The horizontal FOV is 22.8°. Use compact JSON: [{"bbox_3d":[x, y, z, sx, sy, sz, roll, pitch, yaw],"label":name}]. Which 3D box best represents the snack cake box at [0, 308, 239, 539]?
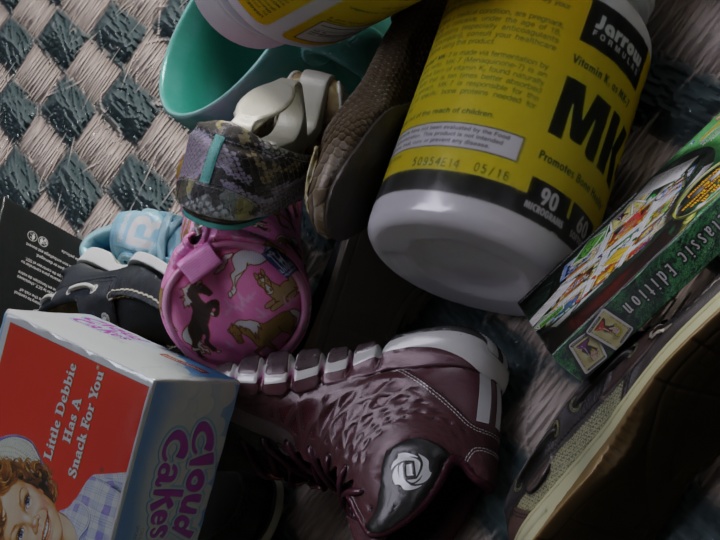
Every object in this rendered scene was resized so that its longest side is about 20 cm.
[{"bbox_3d":[-0.149,0.132,0.933,0.115,0.067,0.200,21,99,37],"label":"snack cake box"}]

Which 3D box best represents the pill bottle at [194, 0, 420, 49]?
[{"bbox_3d":[-0.011,-0.185,0.957,0.200,0.112,0.113,-17,49,56],"label":"pill bottle"}]

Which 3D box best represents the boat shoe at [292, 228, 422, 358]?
[{"bbox_3d":[0.000,0.000,1.020,0.063,0.073,0.200,25,88,57],"label":"boat shoe"}]

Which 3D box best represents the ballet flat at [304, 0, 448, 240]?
[{"bbox_3d":[0.011,-0.091,0.961,0.046,0.067,0.200,17,50,15],"label":"ballet flat"}]

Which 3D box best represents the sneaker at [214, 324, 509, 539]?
[{"bbox_3d":[-0.019,0.102,0.915,0.200,0.076,0.116,-16,56,23],"label":"sneaker"}]

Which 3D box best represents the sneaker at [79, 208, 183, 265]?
[{"bbox_3d":[-0.127,-0.008,1.203,0.200,0.082,0.074,-13,53,51],"label":"sneaker"}]

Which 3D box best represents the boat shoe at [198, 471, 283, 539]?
[{"bbox_3d":[-0.124,0.155,1.073,0.201,0.063,0.074,-19,46,46],"label":"boat shoe"}]

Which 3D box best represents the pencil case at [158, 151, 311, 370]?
[{"bbox_3d":[-0.070,-0.017,1.025,0.200,0.083,0.087,-96,23,-67],"label":"pencil case"}]

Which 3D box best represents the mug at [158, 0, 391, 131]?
[{"bbox_3d":[-0.038,-0.127,1.148,0.152,0.114,0.185,-45,33,21],"label":"mug"}]

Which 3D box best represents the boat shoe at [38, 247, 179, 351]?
[{"bbox_3d":[-0.146,0.030,1.125,0.060,0.076,0.200,-47,18,-17],"label":"boat shoe"}]

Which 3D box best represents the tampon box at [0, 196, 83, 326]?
[{"bbox_3d":[-0.261,0.082,1.275,0.150,0.126,0.200,-29,42,41],"label":"tampon box"}]

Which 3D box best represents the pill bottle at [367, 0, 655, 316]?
[{"bbox_3d":[0.086,-0.087,0.930,0.114,0.114,0.200,-9,56,53],"label":"pill bottle"}]

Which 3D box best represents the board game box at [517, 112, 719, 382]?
[{"bbox_3d":[0.156,-0.036,0.802,0.200,0.023,0.105,-43,8,6],"label":"board game box"}]

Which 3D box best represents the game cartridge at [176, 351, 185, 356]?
[{"bbox_3d":[-0.156,0.097,1.114,0.200,0.032,0.176,-40,18,-33],"label":"game cartridge"}]

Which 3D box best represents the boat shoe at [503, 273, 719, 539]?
[{"bbox_3d":[0.127,0.055,0.780,0.200,0.073,0.065,-50,36,15],"label":"boat shoe"}]

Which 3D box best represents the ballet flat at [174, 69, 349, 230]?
[{"bbox_3d":[-0.034,-0.073,0.974,0.072,0.072,0.200,-42,-5,26],"label":"ballet flat"}]
